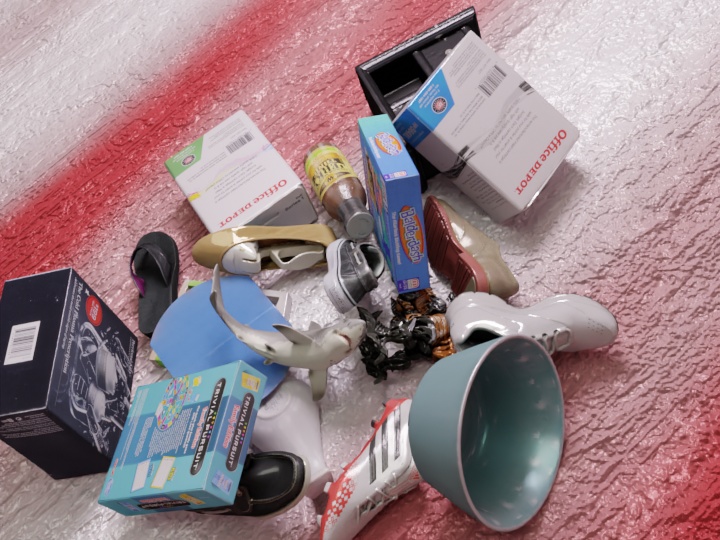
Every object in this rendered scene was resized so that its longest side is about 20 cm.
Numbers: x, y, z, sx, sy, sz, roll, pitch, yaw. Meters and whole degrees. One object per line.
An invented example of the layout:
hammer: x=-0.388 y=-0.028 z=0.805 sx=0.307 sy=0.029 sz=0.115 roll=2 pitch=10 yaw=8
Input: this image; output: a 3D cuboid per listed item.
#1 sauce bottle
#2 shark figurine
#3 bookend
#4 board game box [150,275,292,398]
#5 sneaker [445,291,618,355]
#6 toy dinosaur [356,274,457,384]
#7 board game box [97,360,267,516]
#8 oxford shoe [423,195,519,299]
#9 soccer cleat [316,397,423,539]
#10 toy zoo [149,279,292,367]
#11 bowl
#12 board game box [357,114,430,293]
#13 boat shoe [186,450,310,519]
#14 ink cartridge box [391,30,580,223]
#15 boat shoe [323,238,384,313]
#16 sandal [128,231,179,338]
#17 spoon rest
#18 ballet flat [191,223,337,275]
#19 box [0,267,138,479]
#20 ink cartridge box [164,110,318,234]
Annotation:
sauce bottle: x=-0.027 y=-0.110 z=1.283 sx=0.064 sy=0.065 sz=0.200 roll=-29 pitch=37 yaw=-2
shark figurine: x=-0.091 y=0.074 z=1.149 sx=0.212 sy=0.129 sz=0.090 roll=15 pitch=36 yaw=13
bookend: x=0.123 y=-0.246 z=1.334 sx=0.197 sy=0.092 sz=0.201 roll=-26 pitch=53 yaw=0
board game box: x=-0.170 y=0.101 z=1.209 sx=0.157 sy=0.039 sz=0.200 roll=-37 pitch=59 yaw=-13
sneaker: x=0.196 y=0.076 z=1.072 sx=0.197 sy=0.075 sz=0.087 roll=-1 pitch=30 yaw=8
toy dinosaur: x=0.068 y=0.075 z=1.137 sx=0.134 sy=0.103 sz=0.200 roll=-12 pitch=29 yaw=-10
board game box: x=-0.205 y=0.196 z=1.074 sx=0.199 sy=0.047 sz=0.152 roll=-17 pitch=48 yaw=40
oxford shoe: x=0.137 y=-0.026 z=1.207 sx=0.074 sy=0.071 sz=0.201 roll=-4 pitch=44 yaw=-21
soccer cleat: x=0.024 y=0.235 z=1.053 sx=0.084 sy=0.069 sz=0.201 roll=19 pitch=61 yaw=30
toy zoo: x=-0.175 y=0.081 z=1.259 sx=0.198 sy=0.021 sz=0.132 roll=7 pitch=60 yaw=24
bowl: x=0.124 y=0.168 z=1.003 sx=0.104 sy=0.201 sz=0.202 roll=-1 pitch=54 yaw=42
board game box: x=0.040 y=-0.089 z=1.176 sx=0.044 sy=0.154 sz=0.201 roll=-11 pitch=31 yaw=-5
boat shoe: x=-0.140 y=0.245 z=1.062 sx=0.198 sy=0.067 sz=0.073 roll=-16 pitch=64 yaw=36
ink cartridge box: x=0.163 y=-0.183 z=1.218 sx=0.200 sy=0.084 sz=0.146 roll=42 pitch=73 yaw=-6
boat shoe: x=0.000 y=0.000 z=1.178 sx=0.070 sy=0.073 sz=0.200 roll=-26 pitch=16 yaw=9
sandal: x=-0.295 y=0.006 z=1.324 sx=0.075 sy=0.048 sz=0.202 roll=-31 pitch=44 yaw=11
spoon rest: x=-0.082 y=0.203 z=1.128 sx=0.099 sy=0.061 sz=0.200 roll=-32 pitch=39 yaw=-5
ballet flat: x=-0.124 y=-0.025 z=1.250 sx=0.197 sy=0.069 sz=0.063 roll=-9 pitch=40 yaw=-12
box: x=-0.380 y=0.134 z=1.194 sx=0.103 sy=0.183 sz=0.202 roll=-10 pitch=54 yaw=12
ink cartridge box: x=-0.174 y=-0.117 z=1.356 sx=0.144 sy=0.084 sz=0.200 roll=-35 pitch=52 yaw=-6
